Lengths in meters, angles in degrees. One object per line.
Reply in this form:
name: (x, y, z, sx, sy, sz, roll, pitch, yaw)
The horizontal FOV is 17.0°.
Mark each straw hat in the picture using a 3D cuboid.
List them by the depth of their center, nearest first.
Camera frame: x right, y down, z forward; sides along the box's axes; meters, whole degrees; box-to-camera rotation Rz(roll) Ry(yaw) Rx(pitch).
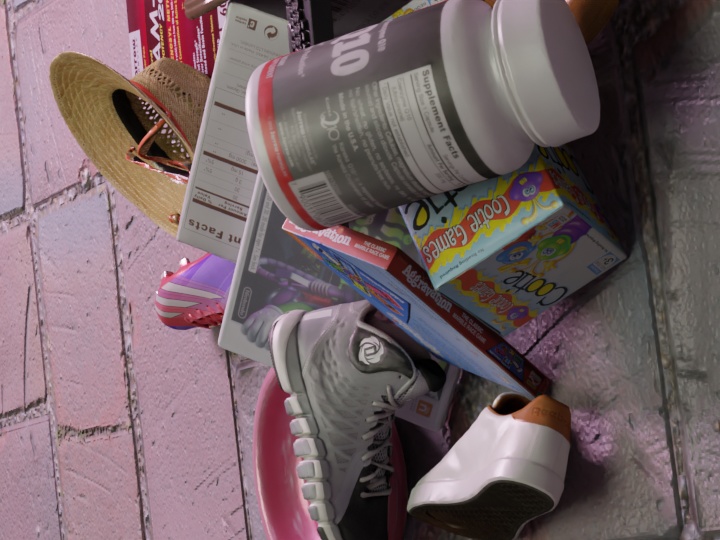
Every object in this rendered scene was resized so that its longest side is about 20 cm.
straw hat: (-0.154, -0.121, 1.963, 0.201, 0.085, 0.201, 38, 156, 21)

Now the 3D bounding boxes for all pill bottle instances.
pill bottle: (0.040, -0.104, 1.504, 0.200, 0.114, 0.114, -17, 75, 21)

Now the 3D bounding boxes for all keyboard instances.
keyboard: (-0.026, -0.108, 1.638, 0.127, 0.021, 0.200, -142, 43, -63)

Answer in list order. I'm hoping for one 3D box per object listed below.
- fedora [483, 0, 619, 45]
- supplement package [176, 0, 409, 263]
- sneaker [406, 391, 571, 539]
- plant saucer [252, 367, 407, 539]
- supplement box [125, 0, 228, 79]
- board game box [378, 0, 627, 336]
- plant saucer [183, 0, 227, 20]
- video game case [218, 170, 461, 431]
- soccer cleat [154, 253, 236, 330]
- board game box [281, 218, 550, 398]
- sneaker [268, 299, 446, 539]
fedora: (0.132, -0.239, 1.556, 0.200, 0.082, 0.201, 20, 115, 52)
supplement package: (-0.048, -0.109, 1.796, 0.117, 0.117, 0.200, 20, 118, 10)
sneaker: (0.097, 0.135, 1.678, 0.200, 0.073, 0.085, -33, 35, 63)
plant saucer: (-0.020, 0.160, 1.867, 0.200, 0.051, 0.201, 21, 113, 60)
supplement box: (-0.127, -0.209, 2.017, 0.200, 0.061, 0.109, -6, 88, 60)
board game box: (0.078, -0.076, 1.605, 0.103, 0.105, 0.200, -33, 58, 16)
plant saucer: (-0.051, -0.250, 1.766, 0.030, 0.200, 0.200, 56, 150, -10)
video game case: (0.000, 0.000, 1.745, 0.181, 0.023, 0.200, 21, 118, 11)
soccer cleat: (-0.114, 0.018, 2.014, 0.200, 0.067, 0.077, -39, 64, 51)
board game box: (0.040, 0.024, 1.625, 0.103, 0.200, 0.019, 20, 76, 43)
sneaker: (0.013, 0.115, 1.722, 0.115, 0.075, 0.200, -17, 91, 19)
